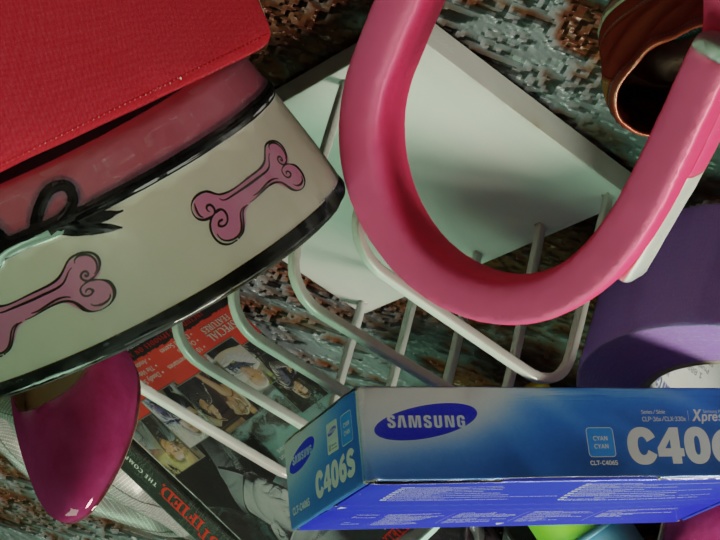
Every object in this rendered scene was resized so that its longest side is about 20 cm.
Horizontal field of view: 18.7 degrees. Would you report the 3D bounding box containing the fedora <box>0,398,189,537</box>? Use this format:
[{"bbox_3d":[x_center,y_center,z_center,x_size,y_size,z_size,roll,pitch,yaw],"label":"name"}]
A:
[{"bbox_3d":[-0.133,0.087,1.211,0.200,0.091,0.176,36,158,-31],"label":"fedora"}]

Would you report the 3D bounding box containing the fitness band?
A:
[{"bbox_3d":[0.067,-0.074,0.832,0.143,0.037,0.201,34,118,18],"label":"fitness band"}]

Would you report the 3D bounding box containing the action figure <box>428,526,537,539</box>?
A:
[{"bbox_3d":[0.089,0.162,1.276,0.129,0.070,0.200,3,162,10],"label":"action figure"}]

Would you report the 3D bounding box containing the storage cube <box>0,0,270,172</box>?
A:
[{"bbox_3d":[-0.171,-0.120,0.787,0.170,0.179,0.201,-14,101,40],"label":"storage cube"}]

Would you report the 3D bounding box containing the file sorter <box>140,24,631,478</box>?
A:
[{"bbox_3d":[0.000,0.000,1.005,0.138,0.125,0.199,33,145,-26],"label":"file sorter"}]

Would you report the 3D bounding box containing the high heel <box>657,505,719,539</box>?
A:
[{"bbox_3d":[0.218,0.149,1.130,0.095,0.068,0.200,9,176,27],"label":"high heel"}]

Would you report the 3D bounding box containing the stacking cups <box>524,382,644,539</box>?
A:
[{"bbox_3d":[0.127,0.154,1.151,0.201,0.060,0.060,58,142,1],"label":"stacking cups"}]

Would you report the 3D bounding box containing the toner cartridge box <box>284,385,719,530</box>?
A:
[{"bbox_3d":[0.075,0.083,0.964,0.198,0.044,0.095,1,160,-22],"label":"toner cartridge box"}]

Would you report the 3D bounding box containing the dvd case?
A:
[{"bbox_3d":[-0.060,0.084,1.087,0.200,0.146,0.022,41,121,10],"label":"dvd case"}]

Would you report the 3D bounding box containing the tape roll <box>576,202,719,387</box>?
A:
[{"bbox_3d":[0.204,0.048,1.019,0.198,0.066,0.200,15,155,7],"label":"tape roll"}]

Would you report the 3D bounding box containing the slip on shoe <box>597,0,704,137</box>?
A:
[{"bbox_3d":[0.174,-0.098,0.822,0.199,0.062,0.074,-18,133,37],"label":"slip on shoe"}]

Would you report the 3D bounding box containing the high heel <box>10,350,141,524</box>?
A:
[{"bbox_3d":[-0.154,0.015,0.992,0.067,0.201,0.096,-28,140,21],"label":"high heel"}]

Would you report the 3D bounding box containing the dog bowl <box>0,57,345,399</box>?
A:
[{"bbox_3d":[-0.109,-0.023,0.880,0.199,0.200,0.074,-13,108,40],"label":"dog bowl"}]
